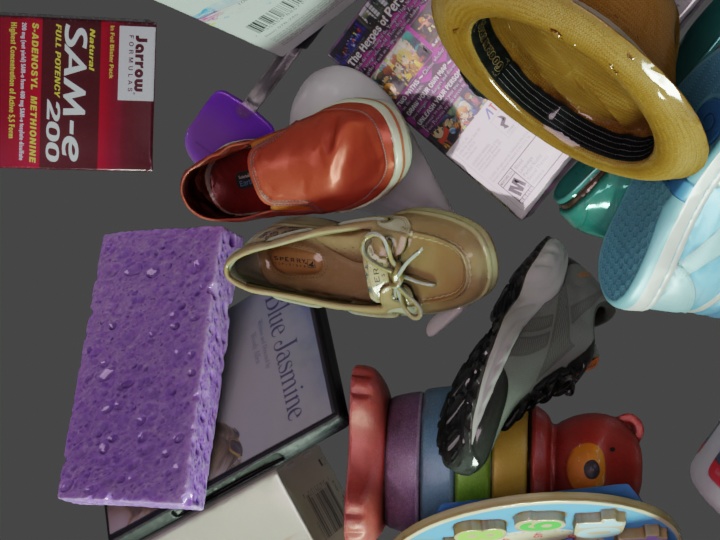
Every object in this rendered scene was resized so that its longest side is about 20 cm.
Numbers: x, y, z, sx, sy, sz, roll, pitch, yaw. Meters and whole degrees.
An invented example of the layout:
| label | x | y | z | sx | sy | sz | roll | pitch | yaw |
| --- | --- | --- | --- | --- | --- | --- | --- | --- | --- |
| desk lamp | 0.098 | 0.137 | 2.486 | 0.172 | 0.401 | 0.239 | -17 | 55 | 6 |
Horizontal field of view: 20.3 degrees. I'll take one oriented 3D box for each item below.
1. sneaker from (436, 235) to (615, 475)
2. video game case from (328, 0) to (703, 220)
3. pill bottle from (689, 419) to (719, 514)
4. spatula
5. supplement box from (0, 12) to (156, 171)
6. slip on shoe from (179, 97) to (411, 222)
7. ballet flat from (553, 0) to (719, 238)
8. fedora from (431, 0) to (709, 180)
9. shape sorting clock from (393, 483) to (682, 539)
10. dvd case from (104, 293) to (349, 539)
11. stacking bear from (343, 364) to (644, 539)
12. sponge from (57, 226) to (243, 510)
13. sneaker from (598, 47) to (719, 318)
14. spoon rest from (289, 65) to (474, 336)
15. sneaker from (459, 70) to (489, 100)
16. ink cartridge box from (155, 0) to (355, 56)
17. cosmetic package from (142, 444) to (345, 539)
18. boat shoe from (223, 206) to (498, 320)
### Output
| label | x | y | z | sx | sy | sz | roll | pitch | yaw |
| --- | --- | --- | --- | --- | --- | --- | --- | --- | --- |
| sneaker | 0.113 | 0.061 | 1.319 | 0.079 | 0.200 | 0.074 | 35 | 140 | 0 |
| video game case | 0.106 | -0.168 | 1.363 | 0.181 | 0.036 | 0.200 | 40 | 105 | 8 |
| pill bottle | 0.313 | 0.083 | 1.291 | 0.119 | 0.120 | 0.201 | 34 | 105 | 9 |
| spatula | -0.056 | -0.148 | 1.420 | 0.056 | 0.021 | 0.200 | 35 | 103 | -2 |
| supplement box | -0.246 | -0.127 | 1.417 | 0.199 | 0.061 | 0.110 | 1 | 98 | -11 |
| slip on shoe | -0.045 | -0.068 | 1.359 | 0.199 | 0.061 | 0.075 | -10 | 99 | 42 |
| ballet flat | 0.214 | -0.099 | 1.334 | 0.070 | 0.067 | 0.200 | 35 | 107 | -16 |
| fedora | 0.139 | -0.137 | 1.215 | 0.200 | 0.201 | 0.082 | 30 | 75 | 11 |
| shape sorting clock | 0.115 | 0.192 | 1.334 | 0.199 | 0.200 | 0.039 | -18 | 59 | 17 |
| dvd case | -0.103 | 0.096 | 1.421 | 0.199 | 0.018 | 0.143 | -30 | 46 | 17 |
| stacking bear | 0.094 | 0.132 | 1.369 | 0.199 | 0.114 | 0.122 | 2 | 81 | 5 |
| sponge | -0.148 | 0.068 | 1.413 | 0.111 | 0.030 | 0.201 | -3 | 70 | 31 |
| sneaker | 0.249 | -0.052 | 1.292 | 0.130 | 0.080 | 0.201 | 13 | 124 | -23 |
| spoon rest | 0.019 | -0.052 | 1.392 | 0.099 | 0.060 | 0.201 | -41 | 78 | 43 |
| sneaker | 0.099 | -0.179 | 1.304 | 0.115 | 0.076 | 0.201 | -28 | 91 | 15 |
| ink cartridge box | -0.074 | -0.254 | 1.304 | 0.145 | 0.200 | 0.145 | -34 | 71 | 17 |
| cosmetic package | -0.105 | 0.214 | 1.439 | 0.199 | 0.103 | 0.088 | -29 | 88 | 19 |
| boat shoe | 0.000 | 0.000 | 1.342 | 0.199 | 0.063 | 0.074 | -2 | 103 | 38 |
